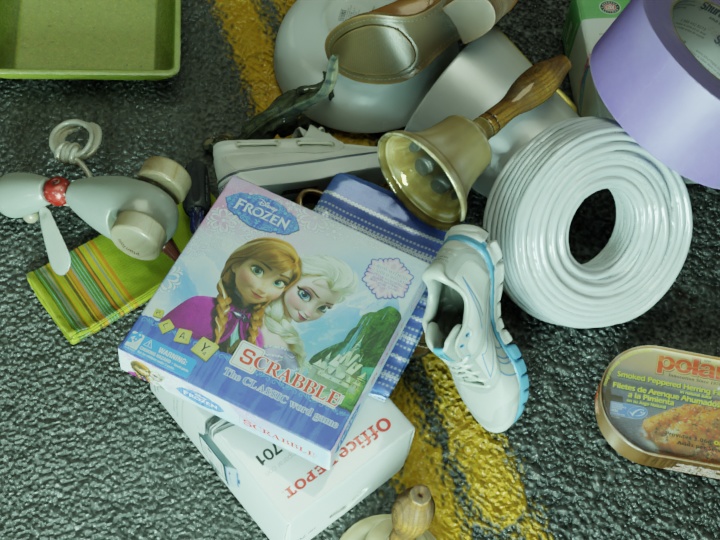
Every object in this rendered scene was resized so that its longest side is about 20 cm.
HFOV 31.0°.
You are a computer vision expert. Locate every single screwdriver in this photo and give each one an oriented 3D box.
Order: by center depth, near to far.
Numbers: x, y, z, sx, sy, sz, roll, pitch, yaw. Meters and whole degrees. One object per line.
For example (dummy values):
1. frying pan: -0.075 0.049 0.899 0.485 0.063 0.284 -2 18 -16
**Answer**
1. screwdriver: -0.155 -0.022 1.230 0.028 0.029 0.201 -3 58 -4

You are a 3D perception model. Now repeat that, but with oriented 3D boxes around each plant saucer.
1. plant saucer: -0.287 -0.272 1.364 0.198 0.048 0.201 0 61 -5

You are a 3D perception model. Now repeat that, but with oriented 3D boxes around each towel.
1. towel: 0.001 0.008 1.161 0.144 0.024 0.201 24 58 8
2. towel: -0.214 -0.013 1.244 0.199 0.018 0.086 -33 69 -22

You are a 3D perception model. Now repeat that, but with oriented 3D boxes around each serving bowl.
1. serving bowl: 0.006 -0.242 1.356 0.198 0.066 0.201 -1 58 1

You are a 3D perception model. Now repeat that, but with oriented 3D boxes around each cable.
1. cable: 0.215 -0.041 1.216 0.199 0.201 0.069 -30 24 -13

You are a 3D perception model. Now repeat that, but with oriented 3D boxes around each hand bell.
1. hand bell: 0.033 0.214 1.036 0.103 0.200 0.105 2 61 -4
2. hand bell: 0.121 -0.137 1.176 0.104 0.104 0.200 42 67 17

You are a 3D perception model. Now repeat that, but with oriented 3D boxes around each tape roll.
1. tape roll: 0.320 -0.178 1.211 0.199 0.085 0.201 20 44 -21

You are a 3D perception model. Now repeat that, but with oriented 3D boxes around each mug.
1. mug: 0.155 -0.149 1.291 0.153 0.150 0.187 39 71 7

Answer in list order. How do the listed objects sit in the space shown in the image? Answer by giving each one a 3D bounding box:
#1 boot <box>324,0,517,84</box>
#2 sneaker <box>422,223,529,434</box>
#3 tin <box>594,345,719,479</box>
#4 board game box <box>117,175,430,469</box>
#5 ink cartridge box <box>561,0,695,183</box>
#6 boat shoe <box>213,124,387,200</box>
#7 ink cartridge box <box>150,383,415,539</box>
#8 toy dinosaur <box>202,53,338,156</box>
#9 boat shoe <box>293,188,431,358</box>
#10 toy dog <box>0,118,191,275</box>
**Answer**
1. boot: 0.070 -0.262 1.280 0.077 0.199 0.156 57 35 -19
2. sneaker: 0.090 0.066 1.140 0.075 0.201 0.087 3 30 37
3. tin: 0.316 0.134 1.204 0.198 0.042 0.113 11 64 0
4. board game box: -0.070 0.038 1.103 0.199 0.041 0.200 24 60 9
5. ink cartridge box: 0.301 -0.194 1.358 0.144 0.088 0.201 -2 60 -7
6. boat shoe: -0.049 -0.108 1.266 0.199 0.072 0.066 -10 74 -21
7. ink cartridge box: -0.071 0.122 1.144 0.146 0.086 0.200 -34 67 -23
8. toy dinosaur: -0.067 -0.158 1.281 0.088 0.199 0.048 -23 83 -55
9. boat shoe: 0.000 0.000 1.225 0.200 0.074 0.076 41 65 17
10. toy dog: -0.240 -0.050 1.221 0.199 0.097 0.132 25 59 34
